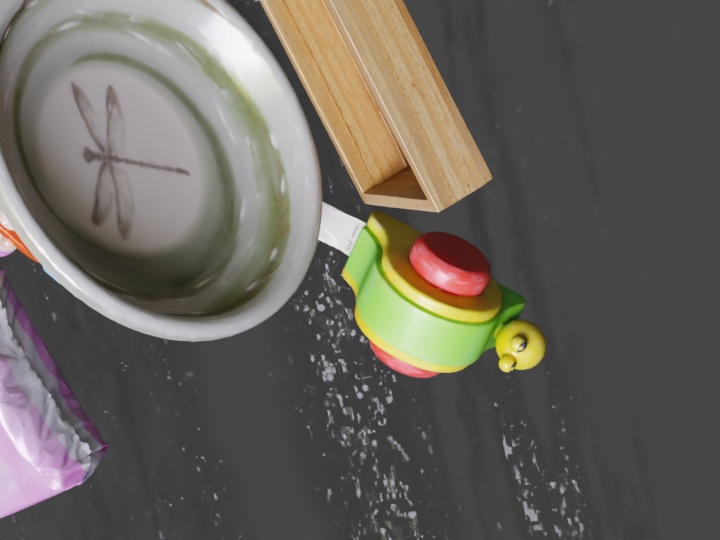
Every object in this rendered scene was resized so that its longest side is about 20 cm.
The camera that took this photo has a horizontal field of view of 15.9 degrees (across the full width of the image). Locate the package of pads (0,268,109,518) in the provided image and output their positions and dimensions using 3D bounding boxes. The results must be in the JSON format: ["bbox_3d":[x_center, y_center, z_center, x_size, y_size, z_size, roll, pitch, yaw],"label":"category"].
[{"bbox_3d":[-0.247,0.090,1.373,0.200,0.076,0.121,-24,100,22],"label":"package of pads"}]

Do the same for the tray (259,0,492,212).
[{"bbox_3d":[-0.012,-0.124,1.212,0.037,0.099,0.200,-32,104,-16],"label":"tray"}]

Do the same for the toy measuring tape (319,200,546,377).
[{"bbox_3d":[0.000,0.000,1.272,0.200,0.074,0.074,27,116,3],"label":"toy measuring tape"}]

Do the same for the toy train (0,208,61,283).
[{"bbox_3d":[-0.206,-0.071,1.276,0.200,0.150,0.056,40,79,2],"label":"toy train"}]

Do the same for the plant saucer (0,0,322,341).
[{"bbox_3d":[-0.109,-0.055,1.220,0.050,0.200,0.200,-29,102,44],"label":"plant saucer"}]
